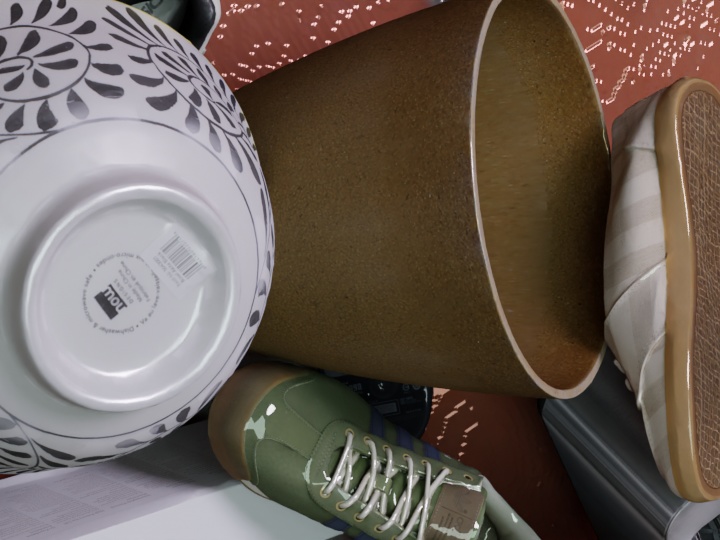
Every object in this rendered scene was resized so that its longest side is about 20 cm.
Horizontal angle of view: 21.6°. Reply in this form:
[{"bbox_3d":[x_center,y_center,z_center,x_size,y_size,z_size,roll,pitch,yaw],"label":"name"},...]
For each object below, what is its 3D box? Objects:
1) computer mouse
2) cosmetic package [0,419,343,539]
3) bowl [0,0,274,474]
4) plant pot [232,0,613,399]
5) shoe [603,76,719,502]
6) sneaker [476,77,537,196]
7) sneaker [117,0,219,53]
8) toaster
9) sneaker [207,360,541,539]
[{"bbox_3d":[0.000,0.000,0.979,0.059,0.034,0.200,-8,102,1],"label":"computer mouse"},{"bbox_3d":[-0.105,0.120,0.898,0.200,0.083,0.051,-13,109,-44],"label":"cosmetic package"},{"bbox_3d":[-0.105,-0.001,0.722,0.201,0.094,0.201,-10,111,-29],"label":"bowl"},{"bbox_3d":[-0.003,-0.027,0.876,0.200,0.186,0.187,-6,111,26],"label":"plant pot"},{"bbox_3d":[0.147,0.010,0.887,0.070,0.053,0.200,15,71,-47],"label":"shoe"},{"bbox_3d":[0.081,-0.048,0.977,0.088,0.076,0.200,-19,109,6],"label":"sneaker"},{"bbox_3d":[-0.142,-0.073,0.869,0.076,0.088,0.200,38,92,-25],"label":"sneaker"},{"bbox_3d":[0.202,0.077,0.979,0.181,0.119,0.200,-37,140,-8],"label":"toaster"},{"bbox_3d":[0.020,0.104,0.898,0.200,0.090,0.067,39,72,-47],"label":"sneaker"}]
